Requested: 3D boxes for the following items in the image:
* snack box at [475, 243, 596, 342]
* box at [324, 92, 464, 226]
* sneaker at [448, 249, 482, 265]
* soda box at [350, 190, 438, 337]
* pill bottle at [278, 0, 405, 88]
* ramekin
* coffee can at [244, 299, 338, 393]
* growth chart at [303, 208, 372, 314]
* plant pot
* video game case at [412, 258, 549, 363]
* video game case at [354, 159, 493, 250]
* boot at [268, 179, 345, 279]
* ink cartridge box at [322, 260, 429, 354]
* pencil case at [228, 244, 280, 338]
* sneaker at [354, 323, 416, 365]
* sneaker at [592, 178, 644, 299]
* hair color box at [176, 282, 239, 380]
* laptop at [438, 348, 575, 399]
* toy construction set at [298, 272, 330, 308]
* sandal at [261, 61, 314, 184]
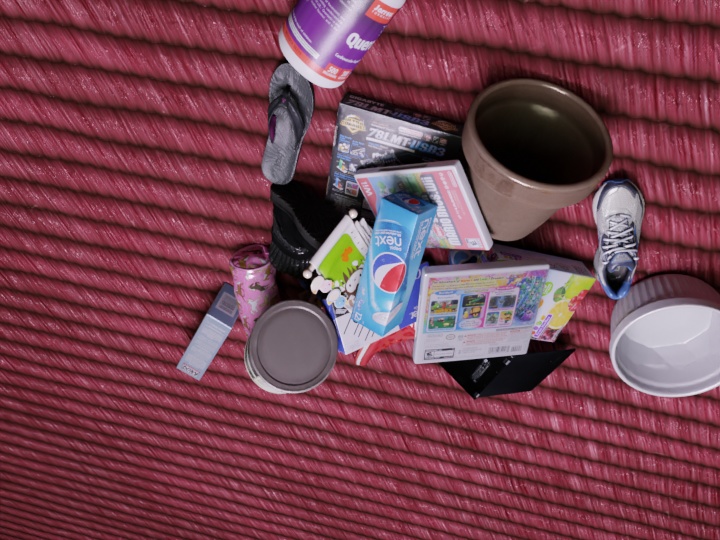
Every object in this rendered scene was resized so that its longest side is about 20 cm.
[{"bbox_3d":[0.268,0.041,0.949,0.196,0.053,0.144,10,122,-21],"label":"snack box"},{"bbox_3d":[0.048,-0.158,0.915,0.196,0.050,0.201,15,129,5],"label":"box"},{"bbox_3d":[0.215,0.033,1.001,0.071,0.073,0.201,-26,117,28],"label":"sneaker"},{"bbox_3d":[0.047,-0.009,0.847,0.063,0.068,0.204,26,119,24],"label":"soda box"},{"bbox_3d":[-0.015,-0.348,0.748,0.112,0.113,0.200,37,127,-14],"label":"pill bottle"},{"bbox_3d":[0.513,0.102,0.949,0.196,0.106,0.203,8,128,10],"label":"ramekin"},{"bbox_3d":[-0.129,0.141,1.008,0.144,0.148,0.200,28,162,-7],"label":"coffee can"},{"bbox_3d":[0.000,0.000,0.903,0.018,0.146,0.199,23,169,44],"label":"growth chart"},{"bbox_3d":[0.224,-0.135,0.811,0.196,0.203,0.176,16,146,2],"label":"plant pot"},{"bbox_3d":[0.185,0.067,0.902,0.195,0.024,0.185,-4,126,-8],"label":"video game case"},{"bbox_3d":[0.090,-0.093,0.858,0.198,0.017,0.144,6,134,47],"label":"video game case"},{"bbox_3d":[-0.091,-0.041,0.976,0.078,0.211,0.160,-14,131,-28],"label":"boot"},{"bbox_3d":[0.039,0.060,0.992,0.044,0.197,0.096,10,119,63],"label":"ink cartridge box"},{"bbox_3d":[-0.198,0.049,1.121,0.081,0.087,0.203,17,133,27],"label":"pencil case"},{"bbox_3d":[0.067,0.133,1.115,0.114,0.079,0.202,25,130,-3],"label":"sneaker"},{"bbox_3d":[0.401,-0.043,0.883,0.075,0.086,0.203,-4,124,18],"label":"sneaker"},{"bbox_3d":[-0.312,0.130,1.202,0.060,0.100,0.201,31,128,-11],"label":"hair color box"},{"bbox_3d":[0.262,0.156,1.094,0.200,0.115,0.189,43,146,17],"label":"laptop"},{"bbox_3d":[-0.051,0.061,1.068,0.198,0.093,0.132,14,149,44],"label":"toy construction set"},{"bbox_3d":[-0.118,-0.223,0.910,0.074,0.048,0.203,14,125,1],"label":"sandal"}]
